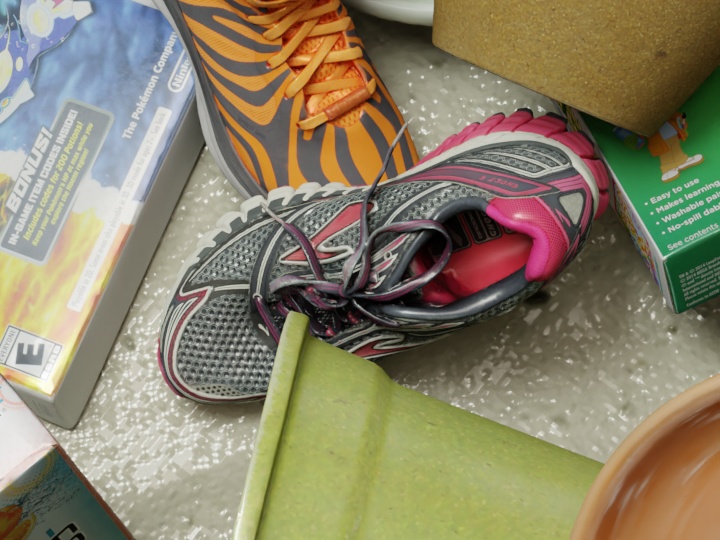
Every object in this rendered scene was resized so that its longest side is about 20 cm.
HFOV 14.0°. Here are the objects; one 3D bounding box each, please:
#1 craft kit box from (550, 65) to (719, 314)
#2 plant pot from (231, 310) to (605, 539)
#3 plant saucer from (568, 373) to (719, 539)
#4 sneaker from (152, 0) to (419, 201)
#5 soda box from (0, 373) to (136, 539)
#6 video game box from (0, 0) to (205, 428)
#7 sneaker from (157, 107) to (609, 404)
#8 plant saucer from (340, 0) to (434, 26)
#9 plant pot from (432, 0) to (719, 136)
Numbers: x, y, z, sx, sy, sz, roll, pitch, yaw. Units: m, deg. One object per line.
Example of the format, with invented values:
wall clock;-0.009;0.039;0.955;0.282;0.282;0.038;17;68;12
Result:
craft kit box;0.173;-0.104;1.194;0.200;0.049;0.198;-25;50;-3
plant pot;0.040;0.133;1.084;0.184;0.200;0.201;14;72;0
plant saucer;0.162;0.123;0.963;0.200;0.037;0.200;5;102;27
sneaker;-0.028;-0.094;1.177;0.078;0.112;0.200;-36;95;-21
soda box;-0.132;0.092;1.102;0.064;0.200;0.068;-40;69;-8
video game box;-0.166;-0.057;1.245;0.182;0.047;0.200;18;73;15
sneaker;0.000;0.000;1.152;0.200;0.075;0.081;-27;106;25
plant saucer;0.050;-0.194;1.238;0.200;0.050;0.200;-8;53;10
plant pot;0.106;-0.161;1.114;0.186;0.186;0.200;26;96;15
